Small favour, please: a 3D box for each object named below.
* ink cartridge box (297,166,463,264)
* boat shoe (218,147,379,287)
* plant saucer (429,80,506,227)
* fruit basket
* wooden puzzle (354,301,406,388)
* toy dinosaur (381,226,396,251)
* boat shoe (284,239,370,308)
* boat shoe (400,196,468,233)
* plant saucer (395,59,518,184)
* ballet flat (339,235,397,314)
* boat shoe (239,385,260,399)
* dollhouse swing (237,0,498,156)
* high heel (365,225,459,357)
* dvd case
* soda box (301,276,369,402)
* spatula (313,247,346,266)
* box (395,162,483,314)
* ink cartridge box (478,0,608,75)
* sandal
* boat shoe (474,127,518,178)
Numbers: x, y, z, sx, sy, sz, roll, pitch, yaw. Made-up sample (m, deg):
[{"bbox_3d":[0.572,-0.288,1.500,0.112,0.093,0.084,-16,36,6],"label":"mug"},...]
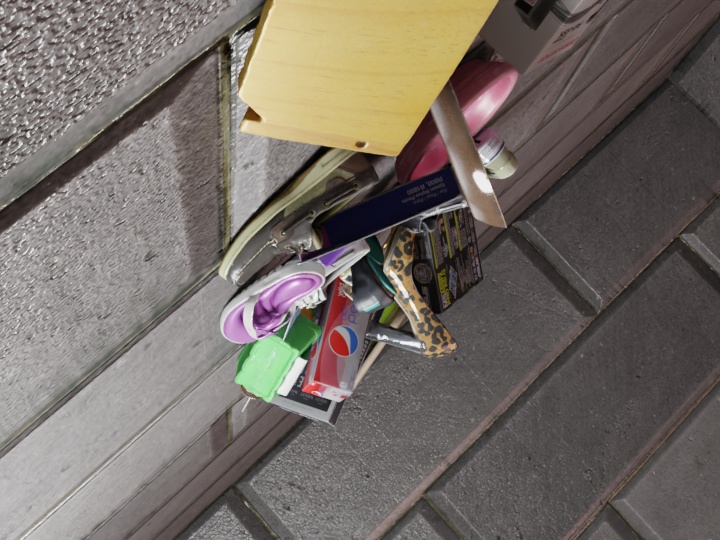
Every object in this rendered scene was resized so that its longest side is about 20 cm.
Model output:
[{"bbox_3d":[0.020,-0.066,1.157,0.194,0.044,0.200,-22,-179,4],"label":"ink cartridge box"},{"bbox_3d":[-0.064,-0.049,1.054,0.201,0.066,0.072,-45,173,6],"label":"boat shoe"},{"bbox_3d":[0.105,-0.134,1.070,0.032,0.203,0.200,-21,175,8],"label":"plant saucer"},{"bbox_3d":[-0.102,0.096,1.484,0.186,0.093,0.200,-59,175,28],"label":"fruit basket"},{"bbox_3d":[-0.017,0.079,1.588,0.186,0.037,0.200,-55,-144,0],"label":"wooden puzzle"},{"bbox_3d":[0.070,-0.083,1.628,0.105,0.061,0.201,-16,158,-15],"label":"toy dinosaur"},{"bbox_3d":[-0.072,0.017,1.336,0.200,0.067,0.074,-45,171,7],"label":"boat shoe"},{"bbox_3d":[0.080,-0.082,1.382,0.198,0.069,0.072,-21,-179,31],"label":"boat shoe"},{"bbox_3d":[0.111,-0.190,1.261,0.200,0.051,0.201,-44,172,-7],"label":"plant saucer"},{"bbox_3d":[0.000,0.000,1.397,0.073,0.073,0.201,-45,-154,15],"label":"ballet flat"},{"bbox_3d":[-0.121,0.148,1.725,0.200,0.070,0.070,-42,176,-13],"label":"boat shoe"},{"bbox_3d":[0.012,-0.217,0.715,0.179,0.178,0.200,6,149,-20],"label":"dollhouse swing"},{"bbox_3d":[0.096,0.023,1.472,0.071,0.140,0.203,-89,-167,-79],"label":"high heel"},{"bbox_3d":[-0.054,0.127,1.550,0.025,0.149,0.202,37,71,-41],"label":"dvd case"},{"bbox_3d":[-0.028,0.083,1.470,0.070,0.063,0.203,132,-27,-64],"label":"soda box"},{"bbox_3d":[-0.088,0.001,1.290,0.199,0.057,0.021,-38,142,4],"label":"spatula"},{"bbox_3d":[0.124,-0.054,1.543,0.044,0.203,0.160,-1,-162,32],"label":"box"},{"bbox_3d":[0.230,-0.321,1.076,0.146,0.083,0.200,-36,168,-47],"label":"ink cartridge box"},{"bbox_3d":[-0.113,0.051,1.230,0.081,0.050,0.203,11,145,-30],"label":"sandal"},{"bbox_3d":[0.162,-0.162,1.403,0.072,0.062,0.200,-43,-165,4],"label":"boat shoe"}]
